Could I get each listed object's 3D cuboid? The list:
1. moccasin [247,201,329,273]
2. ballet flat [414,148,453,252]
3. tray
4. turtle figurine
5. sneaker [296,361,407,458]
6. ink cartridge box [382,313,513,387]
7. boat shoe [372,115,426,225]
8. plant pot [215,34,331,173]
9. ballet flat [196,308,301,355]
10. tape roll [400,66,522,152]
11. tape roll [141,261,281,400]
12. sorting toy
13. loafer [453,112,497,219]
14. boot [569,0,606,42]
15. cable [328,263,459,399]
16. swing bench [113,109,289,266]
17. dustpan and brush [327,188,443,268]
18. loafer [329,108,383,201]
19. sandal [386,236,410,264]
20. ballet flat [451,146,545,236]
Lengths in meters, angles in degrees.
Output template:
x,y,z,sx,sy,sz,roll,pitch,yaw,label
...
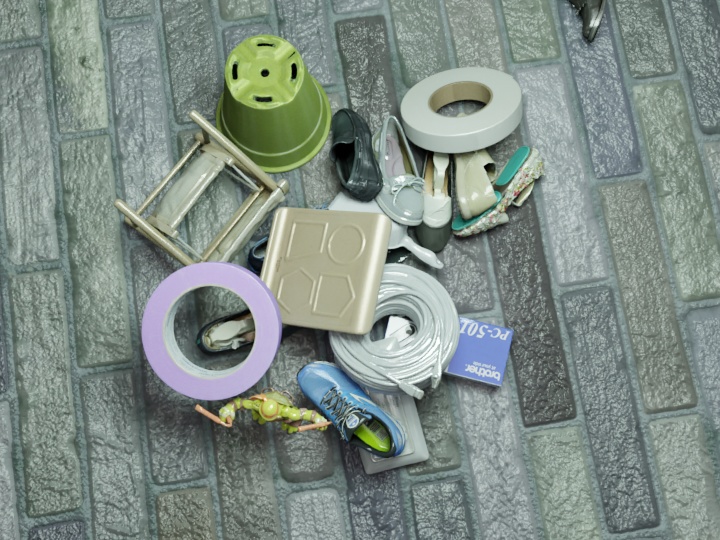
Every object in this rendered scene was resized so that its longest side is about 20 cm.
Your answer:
x,y,z,sx,sy,sz,roll,pitch,yaw,label
-0.088,-0.051,1.405,0.200,0.068,0.081,-32,79,-11,moccasin
0.122,-0.133,1.428,0.068,0.068,0.201,2,79,-2,ballet flat
0.032,0.213,1.354,0.107,0.022,0.201,-15,89,7,tray
-0.141,0.209,1.304,0.199,0.161,0.065,4,78,0,turtle figurine
-0.013,0.210,1.303,0.200,0.089,0.079,37,94,5,sneaker
0.137,0.118,1.389,0.199,0.044,0.094,14,80,2,ink cartridge box
0.061,-0.160,1.399,0.074,0.065,0.203,3,52,-20,boat shoe
-0.145,-0.282,1.391,0.199,0.190,0.201,0,78,-2,plant pot
-0.166,0.086,1.377,0.199,0.073,0.073,-19,79,-5,ballet flat
0.166,-0.267,1.416,0.202,0.037,0.203,-9,42,8,tape roll
-0.218,0.087,1.278,0.199,0.066,0.201,0,91,-2,tape roll
-0.057,-0.002,1.321,0.199,0.036,0.186,7,79,26,sorting toy
0.188,-0.173,1.417,0.068,0.076,0.201,-5,62,9,loafer
0.341,-0.497,1.518,0.173,0.069,0.201,4,74,5,boot
0.052,0.091,1.320,0.199,0.069,0.201,18,66,16,cable
-0.249,-0.107,1.388,0.200,0.130,0.199,38,79,1,swing bench
0.052,-0.067,1.398,0.199,0.057,0.140,27,41,7,dustpan and brush
-0.017,-0.197,1.404,0.070,0.068,0.201,18,40,-35,loafer
0.000,-0.001,1.406,0.200,0.048,0.075,-43,83,-11,sandal
0.237,-0.118,1.432,0.200,0.076,0.064,-47,117,-4,ballet flat
